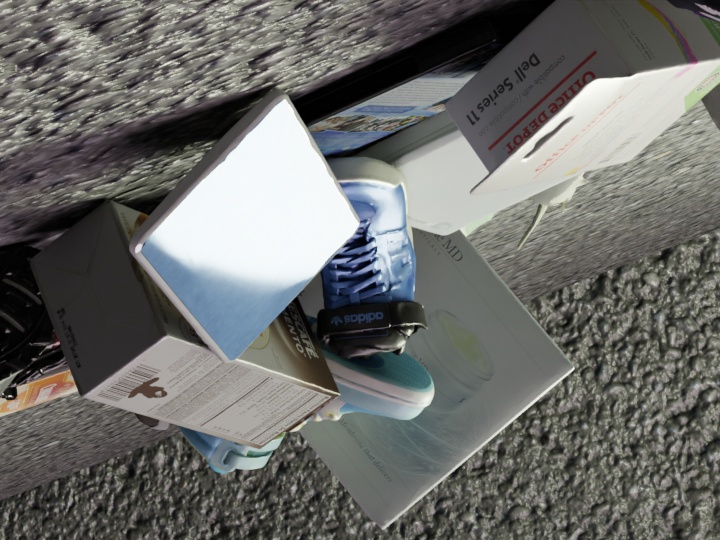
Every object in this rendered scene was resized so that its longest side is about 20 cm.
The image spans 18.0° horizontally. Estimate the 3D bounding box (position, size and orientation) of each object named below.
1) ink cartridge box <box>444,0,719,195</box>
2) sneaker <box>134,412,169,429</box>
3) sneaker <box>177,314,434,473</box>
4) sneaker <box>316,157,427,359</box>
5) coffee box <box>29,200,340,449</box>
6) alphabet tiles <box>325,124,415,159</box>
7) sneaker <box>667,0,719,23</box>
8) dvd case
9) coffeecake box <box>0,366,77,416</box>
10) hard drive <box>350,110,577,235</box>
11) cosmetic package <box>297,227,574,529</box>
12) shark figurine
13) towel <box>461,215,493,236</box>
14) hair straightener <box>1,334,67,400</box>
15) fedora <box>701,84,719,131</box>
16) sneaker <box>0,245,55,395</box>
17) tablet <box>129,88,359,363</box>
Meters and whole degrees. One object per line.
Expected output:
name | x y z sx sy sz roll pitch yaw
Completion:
ink cartridge box | 0.133 -0.112 1.350 0.117 0.067 0.200 -42 165 32
sneaker | -0.183 0.044 1.671 0.082 0.077 0.200 -6 137 4
sneaker | -0.048 0.103 1.691 0.200 0.131 0.080 18 -161 16
sneaker | 0.001 0.000 1.575 0.077 0.111 0.200 -5 161 6
coffee box | -0.116 0.040 1.537 0.080 0.114 0.200 -36 150 21
alphabet tiles | -0.001 -0.075 1.683 0.167 0.008 0.200 -23 173 26
sneaker | 0.210 -0.164 1.267 0.200 0.074 0.088 -14 177 -44
dvd case | 0.029 -0.111 1.410 0.200 0.018 0.143 -22 173 28
coffeecake box | -0.216 0.049 1.800 0.200 0.073 0.154 -18 173 -15
hard drive | 0.088 -0.081 1.586 0.132 0.026 0.200 15 150 -43
cosmetic package | 0.027 0.063 1.795 0.200 0.199 0.123 -40 180 -4
shark figurine | 0.133 -0.088 1.693 0.128 0.089 0.214 -53 -178 -1
towel | 0.050 0.002 1.964 0.200 0.023 0.153 -47 172 -10
hair straightener | -0.253 0.063 1.598 0.200 0.041 0.077 -26 163 2
fedora | 0.311 -0.144 1.646 0.177 0.090 0.200 -18 173 -18
sneaker | -0.271 0.069 1.524 0.200 0.074 0.079 -57 -167 -9
tablet | -0.067 -0.023 1.387 0.130 0.014 0.200 -47 154 -7
